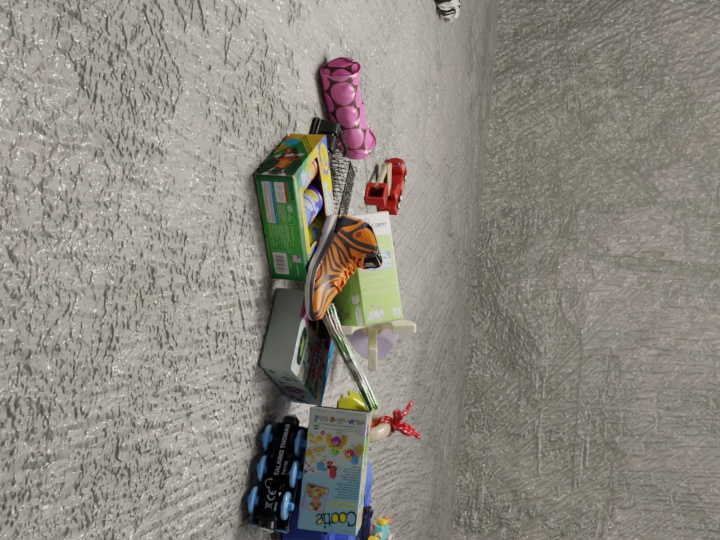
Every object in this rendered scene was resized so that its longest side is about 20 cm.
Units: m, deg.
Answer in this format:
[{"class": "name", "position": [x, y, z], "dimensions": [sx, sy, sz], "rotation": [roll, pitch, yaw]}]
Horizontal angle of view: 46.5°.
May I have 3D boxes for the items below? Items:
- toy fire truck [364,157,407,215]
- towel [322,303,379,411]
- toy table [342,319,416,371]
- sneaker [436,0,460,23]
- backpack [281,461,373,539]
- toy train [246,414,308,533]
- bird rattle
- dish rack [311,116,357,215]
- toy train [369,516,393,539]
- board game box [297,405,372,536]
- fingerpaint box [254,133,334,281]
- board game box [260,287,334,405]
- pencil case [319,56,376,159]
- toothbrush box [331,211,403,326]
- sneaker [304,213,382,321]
[{"class": "toy fire truck", "position": [0.065, -0.211, 2.033], "dimensions": [0.142, 0.048, 0.202], "rotation": [70, 29, -53]}, {"class": "towel", "position": [-0.014, 0.156, 1.509], "dimensions": [0.202, 0.030, 0.149], "rotation": [63, 1, 7]}, {"class": "toy table", "position": [0.027, 0.112, 1.799], "dimensions": [0.117, 0.182, 0.202], "rotation": [-84, 161, -74]}, {"class": "sneaker", "position": [0.267, -0.793, 2.518], "dimensions": [0.200, 0.073, 0.090], "rotation": [-26, 117, -70]}, {"class": "backpack", "position": [-0.061, 0.430, 1.581], "dimensions": [0.168, 0.161, 0.202], "rotation": [39, 58, -66]}, {"class": "toy train", "position": [-0.135, 0.355, 1.451], "dimensions": [0.114, 0.086, 0.202], "rotation": [72, 27, -65]}, {"class": "bird rattle", "position": [0.022, 0.344, 1.811], "dimensions": [0.162, 0.199, 0.114], "rotation": [-20, 112, -44]}, {"class": "dish rack", "position": [-0.056, -0.182, 1.635], "dimensions": [0.200, 0.054, 0.155], "rotation": [67, 33, -61]}, {"class": "toy train", "position": [0.028, 0.727, 2.144], "dimensions": [0.200, 0.055, 0.152], "rotation": [-58, 149, -52]}, {"class": "board game box", "position": [-0.042, 0.341, 1.447], "dimensions": [0.103, 0.103, 0.203], "rotation": [60, 36, -81]}, {"class": "fingerpaint box", "position": [-0.105, -0.111, 1.446], "dimensions": [0.167, 0.072, 0.202], "rotation": [-61, 151, -54]}, {"class": "board game box", "position": [-0.109, 0.142, 1.517], "dimensions": [0.200, 0.063, 0.149], "rotation": [65, 33, -61]}, {"class": "pencil case", "position": [-0.021, -0.324, 1.659], "dimensions": [0.094, 0.090, 0.201], "rotation": [-40, 141, -25]}, {"class": "toothbrush box", "position": [0.000, 0.000, 1.578], "dimensions": [0.145, 0.085, 0.203], "rotation": [-10, -91, 65]}, {"class": "sneaker", "position": [-0.025, -0.003, 1.435], "dimensions": [0.078, 0.111, 0.202], "rotation": [68, 35, -66]}]
